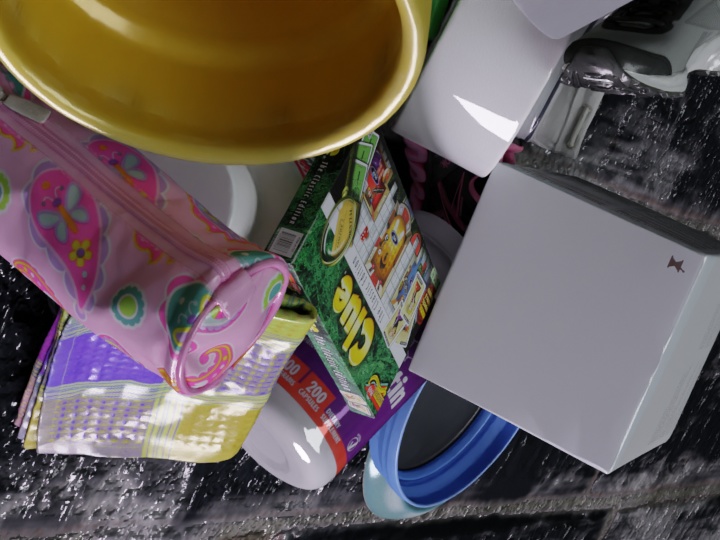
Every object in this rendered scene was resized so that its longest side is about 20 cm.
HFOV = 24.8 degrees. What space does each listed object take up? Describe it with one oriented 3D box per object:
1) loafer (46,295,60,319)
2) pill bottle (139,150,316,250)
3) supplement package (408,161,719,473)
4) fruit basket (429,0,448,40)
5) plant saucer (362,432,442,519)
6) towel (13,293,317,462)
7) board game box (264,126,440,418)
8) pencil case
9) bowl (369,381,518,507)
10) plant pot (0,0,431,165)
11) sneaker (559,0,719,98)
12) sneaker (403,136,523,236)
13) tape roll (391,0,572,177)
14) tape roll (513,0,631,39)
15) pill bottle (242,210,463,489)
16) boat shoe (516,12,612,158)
[{"bbox_3d":[-0.127,0.061,1.018,0.073,0.072,0.200,-51,150,-13],"label":"loafer"},{"bbox_3d":[-0.066,-0.024,0.971,0.111,0.110,0.200,-61,157,6],"label":"pill bottle"},{"bbox_3d":[0.155,0.027,1.114,0.153,0.150,0.200,-67,161,9],"label":"supplement package"},{"bbox_3d":[0.036,-0.226,1.000,0.200,0.093,0.186,-50,162,-54],"label":"fruit basket"},{"bbox_3d":[0.078,0.138,1.440,0.200,0.027,0.201,-37,144,-33],"label":"plant saucer"},{"bbox_3d":[-0.115,0.062,0.947,0.143,0.023,0.200,7,147,-18],"label":"towel"},{"bbox_3d":[0.000,0.000,0.967,0.105,0.023,0.200,-61,154,-19],"label":"board game box"},{"bbox_3d":[-0.130,-0.025,0.808,0.087,0.200,0.088,-44,159,-22],"label":"pencil case"},{"bbox_3d":[0.082,0.098,1.344,0.200,0.039,0.202,-35,142,-33],"label":"bowl"},{"bbox_3d":[-0.062,-0.181,0.751,0.201,0.199,0.190,69,23,-54],"label":"plant pot"},{"bbox_3d":[0.179,-0.150,0.988,0.200,0.074,0.080,-28,124,-52],"label":"sneaker"},{"bbox_3d":[0.084,-0.043,1.213,0.079,0.095,0.201,-43,148,-27],"label":"sneaker"},{"bbox_3d":[0.094,-0.164,1.042,0.203,0.070,0.202,-63,-178,4],"label":"tape roll"},{"bbox_3d":[0.081,-0.218,0.806,0.066,0.202,0.200,-25,157,20],"label":"tape roll"},{"bbox_3d":[-0.005,0.050,1.148,0.200,0.112,0.113,-44,148,-22],"label":"pill bottle"},{"bbox_3d":[0.164,-0.155,1.083,0.201,0.065,0.072,-61,-177,35],"label":"boat shoe"}]
